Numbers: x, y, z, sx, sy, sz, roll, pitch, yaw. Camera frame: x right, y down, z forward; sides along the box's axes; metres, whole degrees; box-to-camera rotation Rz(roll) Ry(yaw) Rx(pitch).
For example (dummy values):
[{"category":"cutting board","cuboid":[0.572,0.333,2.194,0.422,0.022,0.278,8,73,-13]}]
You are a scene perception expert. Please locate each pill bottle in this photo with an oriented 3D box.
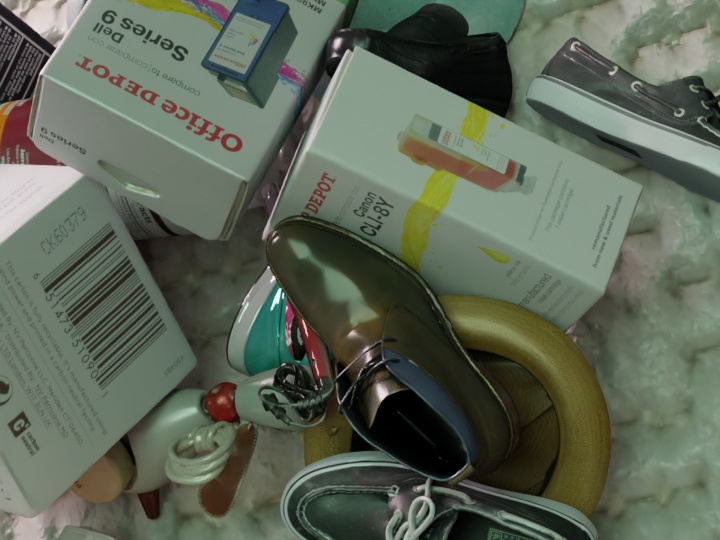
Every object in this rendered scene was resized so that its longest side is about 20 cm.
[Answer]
[{"category":"pill bottle","cuboid":[-0.165,-0.077,1.310,0.199,0.113,0.113,-6,71,18]}]

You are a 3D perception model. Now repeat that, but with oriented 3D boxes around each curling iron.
[{"category":"curling iron","cuboid":[-0.048,0.016,1.179,0.049,0.026,0.201,-15,51,7]}]

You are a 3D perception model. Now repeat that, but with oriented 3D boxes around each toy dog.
[{"category":"toy dog","cuboid":[-0.108,0.123,1.229,0.200,0.097,0.132,2,36,44]}]

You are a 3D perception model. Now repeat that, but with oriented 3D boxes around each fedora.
[{"category":"fedora","cuboid":[0.066,0.106,1.162,0.200,0.082,0.202,2,97,15]}]

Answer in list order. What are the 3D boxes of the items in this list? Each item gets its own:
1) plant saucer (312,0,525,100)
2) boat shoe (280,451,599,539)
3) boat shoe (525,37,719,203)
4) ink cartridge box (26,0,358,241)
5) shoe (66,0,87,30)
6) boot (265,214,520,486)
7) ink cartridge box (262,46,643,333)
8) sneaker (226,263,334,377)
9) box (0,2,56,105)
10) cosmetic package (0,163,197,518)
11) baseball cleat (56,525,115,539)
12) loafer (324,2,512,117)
[{"category":"plant saucer","cuboid":[0.021,-0.212,1.323,0.200,0.039,0.202,-6,70,18]},{"category":"boat shoe","cuboid":[0.042,0.160,1.095,0.199,0.068,0.074,15,100,13]},{"category":"boat shoe","cuboid":[0.204,-0.101,1.205,0.200,0.070,0.066,28,86,34]},{"category":"ink cartridge box","cuboid":[-0.101,-0.140,1.163,0.145,0.088,0.200,28,60,0]},{"category":"shoe","cuboid":[-0.138,-0.244,1.378,0.091,0.071,0.201,26,80,29]},{"category":"boot","cuboid":[0.013,0.045,1.074,0.200,0.097,0.075,43,105,5]},{"category":"ink cartridge box","cuboid":[0.052,-0.035,1.142,0.199,0.145,0.084,26,64,-4]},{"category":"sneaker","cuboid":[0.000,0.000,1.234,0.120,0.084,0.201,26,91,31]},{"category":"box","cuboid":[-0.337,-0.118,1.342,0.123,0.198,0.201,22,81,28]},{"category":"cosmetic package","cuboid":[-0.253,0.039,1.214,0.200,0.165,0.165,4,39,46]},{"category":"baseball cleat","cuboid":[-0.222,0.238,1.261,0.199,0.070,0.107,-15,61,6]},{"category":"loafer","cuboid":[0.040,-0.142,1.202,0.068,0.200,0.071,6,91,32]}]
